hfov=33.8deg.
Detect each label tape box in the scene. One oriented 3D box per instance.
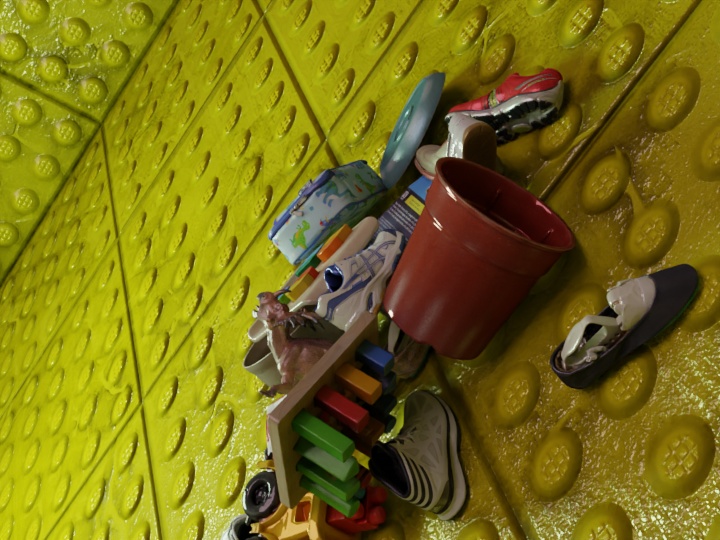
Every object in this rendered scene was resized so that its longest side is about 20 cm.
[{"bbox_3d":[0.072,-0.039,1.732,0.200,0.066,0.143,-45,30,1],"label":"label tape box"}]

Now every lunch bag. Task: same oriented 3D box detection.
[{"bbox_3d":[-0.052,-0.092,1.869,0.161,0.083,0.200,-46,-7,27],"label":"lunch bag"}]

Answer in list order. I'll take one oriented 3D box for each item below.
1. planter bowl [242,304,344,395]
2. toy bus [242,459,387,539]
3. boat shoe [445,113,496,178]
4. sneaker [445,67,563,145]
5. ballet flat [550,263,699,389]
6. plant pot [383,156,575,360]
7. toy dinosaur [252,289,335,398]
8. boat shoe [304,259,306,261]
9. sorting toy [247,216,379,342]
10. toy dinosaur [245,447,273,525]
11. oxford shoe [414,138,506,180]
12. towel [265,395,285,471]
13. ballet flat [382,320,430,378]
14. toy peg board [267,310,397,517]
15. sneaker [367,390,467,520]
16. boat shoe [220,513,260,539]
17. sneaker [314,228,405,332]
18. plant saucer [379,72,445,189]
[{"bbox_3d":[-0.056,0.112,1.722,0.200,0.135,0.200,-43,12,11],"label":"planter bowl"},{"bbox_3d":[-0.054,0.352,1.586,0.191,0.136,0.201,-15,54,34],"label":"toy bus"},{"bbox_3d":[0.145,-0.120,1.600,0.069,0.070,0.201,47,145,47],"label":"boat shoe"},{"bbox_3d":[0.209,-0.237,1.682,0.199,0.077,0.085,-8,54,44],"label":"sneaker"},{"bbox_3d":[0.284,0.058,1.310,0.200,0.073,0.073,-46,33,28],"label":"ballet flat"},{"bbox_3d":[0.135,-0.007,1.498,0.196,0.200,0.201,-60,28,22],"label":"plant pot"},{"bbox_3d":[-0.059,0.117,1.583,0.136,0.199,0.086,-66,18,1],"label":"toy dinosaur"},{"bbox_3d":[-0.086,0.076,1.912,0.072,0.060,0.203,16,80,29],"label":"boat shoe"},{"bbox_3d":[-0.074,0.009,1.716,0.200,0.036,0.185,-31,18,53],"label":"sorting toy"},{"bbox_3d":[-0.109,0.278,1.737,0.200,0.047,0.088,-41,39,6],"label":"toy dinosaur"},{"bbox_3d":[0.142,-0.166,1.699,0.070,0.074,0.200,-25,26,-26],"label":"oxford shoe"},{"bbox_3d":[-0.100,0.258,1.826,0.144,0.023,0.201,-41,36,34],"label":"towel"},{"bbox_3d":[0.086,0.053,1.640,0.068,0.067,0.201,19,83,61],"label":"ballet flat"},{"bbox_3d":[-0.010,0.196,1.485,0.097,0.201,0.199,29,56,24],"label":"toy peg board"},{"bbox_3d":[0.064,0.213,1.495,0.076,0.115,0.201,-48,32,25],"label":"sneaker"},{"bbox_3d":[-0.166,0.390,1.778,0.200,0.066,0.074,-28,44,47],"label":"boat shoe"},{"bbox_3d":[0.000,0.000,1.598,0.201,0.088,0.076,-66,1,-49],"label":"sneaker"},{"bbox_3d":[0.076,-0.223,1.853,0.200,0.027,0.201,-155,90,-82],"label":"plant saucer"}]
